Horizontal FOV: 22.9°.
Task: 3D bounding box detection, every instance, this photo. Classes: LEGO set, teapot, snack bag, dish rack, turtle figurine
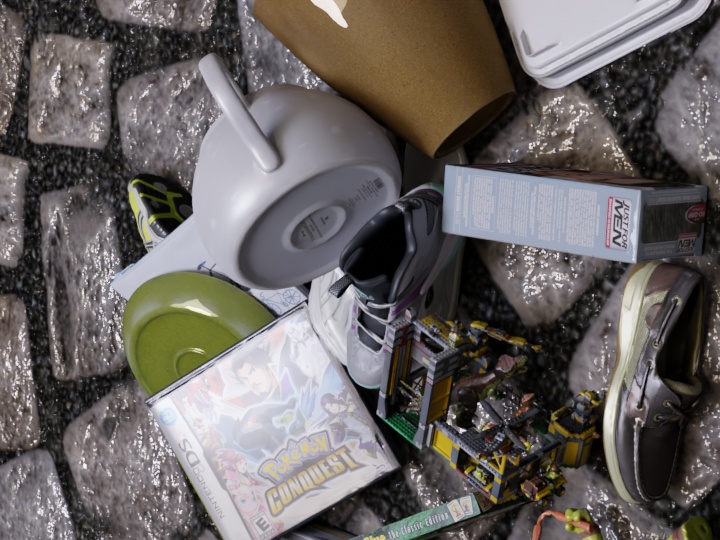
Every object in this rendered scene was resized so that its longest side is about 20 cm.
[{"bbox_3d":[0.110,0.094,1.503,0.200,0.153,0.117,44,140,39],"label":"LEGO set"},{"bbox_3d":[-0.071,-0.091,1.533,0.147,0.196,0.201,58,138,27],"label":"teapot"},{"bbox_3d":[-0.130,0.038,1.746,0.200,0.021,0.188,46,130,-10],"label":"snack bag"},{"bbox_3d":[0.185,-0.258,1.469,0.199,0.043,0.173,-25,78,43],"label":"dish rack"},{"bbox_3d":[0.231,0.278,1.470,0.161,0.064,0.201,-29,66,34],"label":"turtle figurine"}]

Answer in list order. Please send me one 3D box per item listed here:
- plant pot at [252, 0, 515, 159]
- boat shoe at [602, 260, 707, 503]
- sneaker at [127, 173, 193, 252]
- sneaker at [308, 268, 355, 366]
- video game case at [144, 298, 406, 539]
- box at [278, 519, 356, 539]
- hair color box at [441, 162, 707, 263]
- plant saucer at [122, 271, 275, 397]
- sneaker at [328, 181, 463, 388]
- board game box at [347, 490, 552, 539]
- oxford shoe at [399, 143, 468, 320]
[{"bbox_3d":[0.037,-0.202,1.537,0.201,0.186,0.186,53,127,9],"label":"plant pot"},{"bbox_3d":[0.242,0.093,1.433,0.065,0.073,0.202,9,101,47],"label":"boat shoe"},{"bbox_3d":[-0.193,-0.012,1.829,0.076,0.075,0.201,-47,63,34],"label":"sneaker"},{"bbox_3d":[0.000,0.000,1.650,0.099,0.078,0.201,-28,76,38],"label":"sneaker"},{"bbox_3d":[-0.083,0.154,1.694,0.199,0.025,0.182,-31,87,19],"label":"video game case"},{"bbox_3d":[-0.028,0.336,1.730,0.199,0.048,0.160,15,105,42],"label":"box"},{"bbox_3d":[0.173,-0.050,1.463,0.199,0.099,0.061,11,102,42],"label":"hair color box"},{"bbox_3d":[-0.155,0.093,1.765,0.198,0.031,0.201,13,129,17],"label":"plant saucer"},{"bbox_3d":[0.010,0.020,1.524,0.077,0.140,0.201,28,111,23],"label":"sneaker"},{"bbox_3d":[0.066,0.226,1.591,0.199,0.104,0.024,-27,78,41],"label":"board game box"},{"bbox_3d":[0.057,-0.041,1.603,0.075,0.057,0.202,10,100,44],"label":"oxford shoe"}]
